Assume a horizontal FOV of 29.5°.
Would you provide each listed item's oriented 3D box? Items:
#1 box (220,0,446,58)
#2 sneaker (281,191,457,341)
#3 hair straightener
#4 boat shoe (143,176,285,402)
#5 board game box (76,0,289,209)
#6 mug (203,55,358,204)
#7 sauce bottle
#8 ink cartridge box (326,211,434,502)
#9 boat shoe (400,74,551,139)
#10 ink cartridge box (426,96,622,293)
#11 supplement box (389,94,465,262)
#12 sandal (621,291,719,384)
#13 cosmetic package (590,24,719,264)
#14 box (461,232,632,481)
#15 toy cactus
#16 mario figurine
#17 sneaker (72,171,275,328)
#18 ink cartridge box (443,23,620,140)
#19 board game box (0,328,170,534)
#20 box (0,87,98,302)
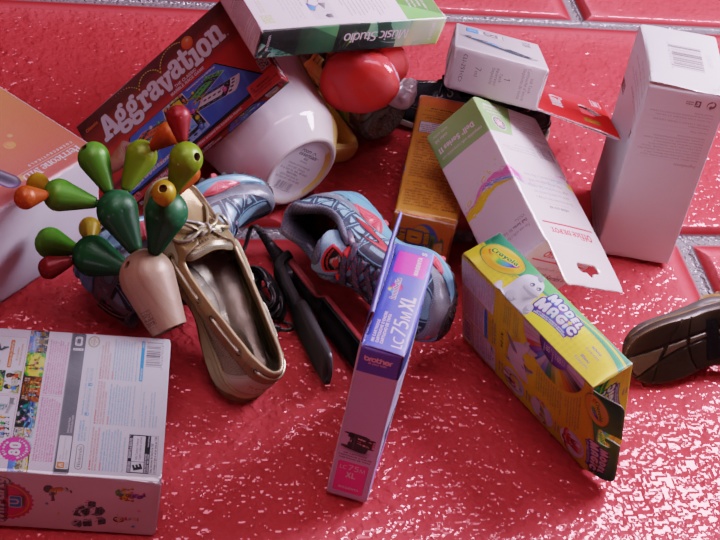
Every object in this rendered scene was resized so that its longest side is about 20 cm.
[{"bbox_3d":[-0.036,-0.262,1.274,0.198,0.037,0.145,-10,53,-28],"label":"box"},{"bbox_3d":[0.000,0.000,1.201,0.095,0.080,0.200,1,29,-44],"label":"sneaker"},{"bbox_3d":[-0.067,0.026,1.205,0.076,0.041,0.201,-13,46,-25],"label":"hair straightener"},{"bbox_3d":[-0.118,0.007,1.136,0.072,0.063,0.203,-12,75,-36],"label":"boat shoe"},{"bbox_3d":[-0.168,-0.154,1.274,0.104,0.199,0.019,57,16,18],"label":"board game box"},{"bbox_3d":[-0.083,-0.154,1.332,0.185,0.150,0.154,-25,59,-26],"label":"mug"},{"bbox_3d":[-0.028,-0.215,1.467,0.064,0.065,0.200,-16,44,-28],"label":"sauce bottle"},{"bbox_3d":[0.018,0.069,1.055,0.041,0.202,0.120,14,41,5],"label":"ink cartridge box"},{"bbox_3d":[0.111,-0.185,1.462,0.196,0.067,0.075,15,41,4],"label":"boat shoe"},{"bbox_3d":[0.152,-0.052,1.264,0.116,0.067,0.202,9,50,-51],"label":"ink cartridge box"},{"bbox_3d":[0.071,-0.088,1.346,0.068,0.067,0.201,11,40,0],"label":"supplement box"},{"bbox_3d":[0.322,0.056,1.248,0.197,0.083,0.055,-12,23,-14],"label":"sandal"},{"bbox_3d":[0.285,-0.120,1.328,0.080,0.202,0.114,10,38,-2],"label":"cosmetic package"},{"bbox_3d":[0.159,0.074,1.141,0.048,0.118,0.200,-27,53,-17],"label":"box"},{"bbox_3d":[-0.188,-0.029,1.094,0.167,0.198,0.102,65,23,3],"label":"toy cactus"},{"bbox_3d":[-0.002,-0.228,1.349,0.122,0.107,0.200,4,30,-26],"label":"mario figurine"},{"bbox_3d":[-0.151,-0.012,1.216,0.199,0.080,0.096,-29,70,-25],"label":"sneaker"},{"bbox_3d":[0.171,-0.191,1.351,0.174,0.045,0.200,16,17,0],"label":"ink cartridge box"},{"bbox_3d":[-0.248,0.119,1.046,0.197,0.065,0.149,6,40,-8],"label":"board game box"},{"bbox_3d":[-0.352,-0.079,1.210,0.199,0.107,0.152,30,44,21],"label":"box"}]
